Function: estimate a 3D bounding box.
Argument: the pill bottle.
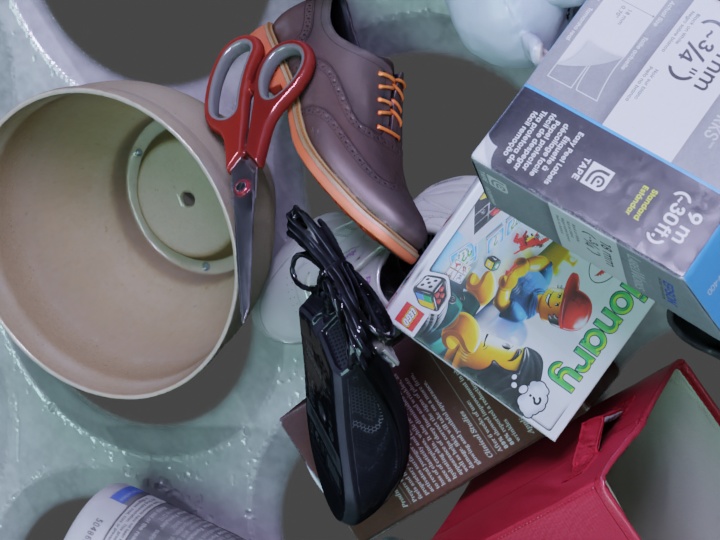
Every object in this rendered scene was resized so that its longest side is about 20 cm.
[{"bbox_3d":[-0.106,0.236,1.426,0.199,0.114,0.115,22,116,19],"label":"pill bottle"}]

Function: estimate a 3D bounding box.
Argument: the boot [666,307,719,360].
[{"bbox_3d":[0.175,-0.021,1.121,0.198,0.132,0.070,16,134,-2],"label":"boot"}]

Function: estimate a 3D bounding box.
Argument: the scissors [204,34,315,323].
[{"bbox_3d":[-0.073,-0.056,1.223,0.073,0.014,0.201,-2,62,28],"label":"scissors"}]

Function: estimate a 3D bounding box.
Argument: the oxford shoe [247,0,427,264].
[{"bbox_3d":[-0.002,-0.092,1.250,0.072,0.071,0.201,-36,59,12],"label":"oxford shoe"}]

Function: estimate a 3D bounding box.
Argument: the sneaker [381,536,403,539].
[{"bbox_3d":[0.049,0.290,1.387,0.130,0.079,0.202,17,115,22],"label":"sneaker"}]

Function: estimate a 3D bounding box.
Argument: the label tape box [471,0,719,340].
[{"bbox_3d":[0.180,-0.056,1.064,0.199,0.063,0.145,31,77,24],"label":"label tape box"}]

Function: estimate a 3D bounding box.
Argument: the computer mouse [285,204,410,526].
[{"bbox_3d":[0.001,0.068,1.238,0.139,0.052,0.201,-120,21,-48],"label":"computer mouse"}]

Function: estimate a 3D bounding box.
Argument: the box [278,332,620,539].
[{"bbox_3d":[0.056,0.081,1.316,0.199,0.075,0.101,-33,91,30],"label":"box"}]

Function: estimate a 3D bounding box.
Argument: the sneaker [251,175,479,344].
[{"bbox_3d":[0.000,0.000,1.299,0.199,0.100,0.075,-25,100,32],"label":"sneaker"}]

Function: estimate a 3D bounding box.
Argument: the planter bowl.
[{"bbox_3d":[-0.136,-0.034,1.335,0.199,0.135,0.202,8,111,23],"label":"planter bowl"}]

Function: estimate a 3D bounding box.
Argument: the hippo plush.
[{"bbox_3d":[0.067,-0.186,1.166,0.200,0.159,0.161,-42,98,12],"label":"hippo plush"}]

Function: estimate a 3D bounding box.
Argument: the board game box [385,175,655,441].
[{"bbox_3d":[0.119,-0.018,1.207,0.126,0.035,0.201,35,92,-3],"label":"board game box"}]

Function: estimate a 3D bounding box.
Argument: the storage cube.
[{"bbox_3d":[0.151,0.195,1.241,0.179,0.171,0.201,-32,96,33],"label":"storage cube"}]
